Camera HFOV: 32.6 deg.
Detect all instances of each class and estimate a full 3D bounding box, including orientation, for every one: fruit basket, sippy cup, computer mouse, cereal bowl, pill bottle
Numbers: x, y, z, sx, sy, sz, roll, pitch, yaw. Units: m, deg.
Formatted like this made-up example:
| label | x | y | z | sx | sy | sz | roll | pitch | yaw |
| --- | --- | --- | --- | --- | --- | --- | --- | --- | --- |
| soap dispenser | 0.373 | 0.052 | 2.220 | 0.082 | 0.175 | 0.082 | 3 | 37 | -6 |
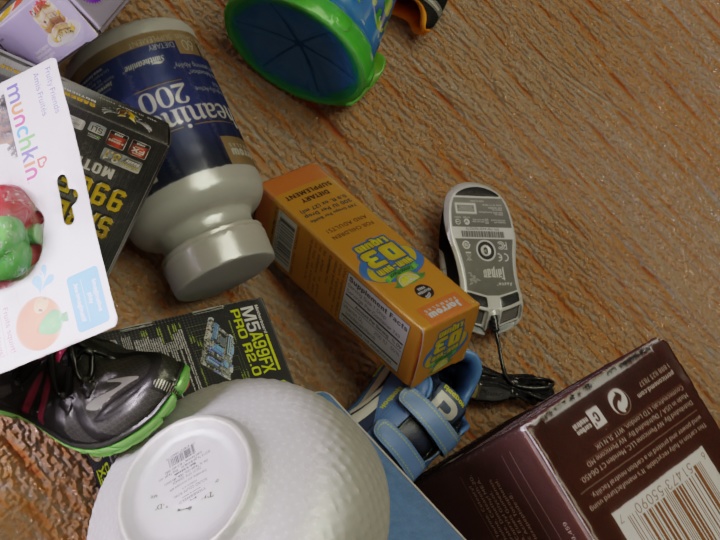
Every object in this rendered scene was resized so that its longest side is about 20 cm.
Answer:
| label | x | y | z | sx | sy | sz | roll | pitch | yaw |
| --- | --- | --- | --- | --- | --- | --- | --- | --- | --- |
| fruit basket | -0.256 | -0.016 | 0.753 | 0.094 | 0.200 | 0.186 | 25 | 45 | -63 |
| sippy cup | -0.028 | -0.235 | 1.059 | 0.139 | 0.178 | 0.130 | 28 | 67 | -1 |
| computer mouse | 0.108 | 0.021 | 1.085 | 0.109 | 0.044 | 0.200 | 2 | 72 | -24 |
| cereal bowl | -0.088 | 0.150 | 0.755 | 0.083 | 0.200 | 0.200 | 51 | 42 | -47 |
| pill bottle | -0.142 | -0.083 | 0.949 | 0.111 | 0.111 | 0.200 | -17 | 76 | -34 |

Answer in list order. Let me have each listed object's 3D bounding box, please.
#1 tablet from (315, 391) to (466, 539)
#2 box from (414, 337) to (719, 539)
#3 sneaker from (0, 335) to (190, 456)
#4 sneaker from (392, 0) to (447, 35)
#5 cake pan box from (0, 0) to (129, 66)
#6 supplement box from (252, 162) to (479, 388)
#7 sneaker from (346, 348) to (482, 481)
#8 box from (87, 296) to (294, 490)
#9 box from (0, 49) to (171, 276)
| label | x | y | z | sx | sy | sz | roll | pitch | yaw |
| --- | --- | --- | --- | --- | --- | --- | --- | --- | --- |
| tablet | -0.026 | 0.152 | 0.836 | 0.130 | 0.014 | 0.200 | -11 | 36 | -33 |
| box | 0.164 | 0.182 | 0.937 | 0.166 | 0.200 | 0.164 | -26 | 81 | -36 |
| sneaker | -0.199 | 0.064 | 0.799 | 0.077 | 0.200 | 0.084 | -63 | 143 | -32 |
| sneaker | -0.002 | -0.284 | 1.154 | 0.200 | 0.078 | 0.077 | 16 | 80 | -14 |
| cake pan box | -0.215 | -0.209 | 0.920 | 0.052 | 0.200 | 0.184 | 48 | 50 | -21 |
| supplement box | 0.000 | 0.000 | 0.969 | 0.066 | 0.069 | 0.200 | -25 | 55 | -37 |
| sneaker | 0.032 | 0.122 | 0.943 | 0.074 | 0.082 | 0.200 | 54 | 40 | -19 |
| box | -0.114 | 0.131 | 0.903 | 0.160 | 0.044 | 0.200 | -13 | 74 | -34 |
| box | -0.254 | -0.067 | 0.853 | 0.200 | 0.159 | 0.048 | 23 | 20 | -18 |
